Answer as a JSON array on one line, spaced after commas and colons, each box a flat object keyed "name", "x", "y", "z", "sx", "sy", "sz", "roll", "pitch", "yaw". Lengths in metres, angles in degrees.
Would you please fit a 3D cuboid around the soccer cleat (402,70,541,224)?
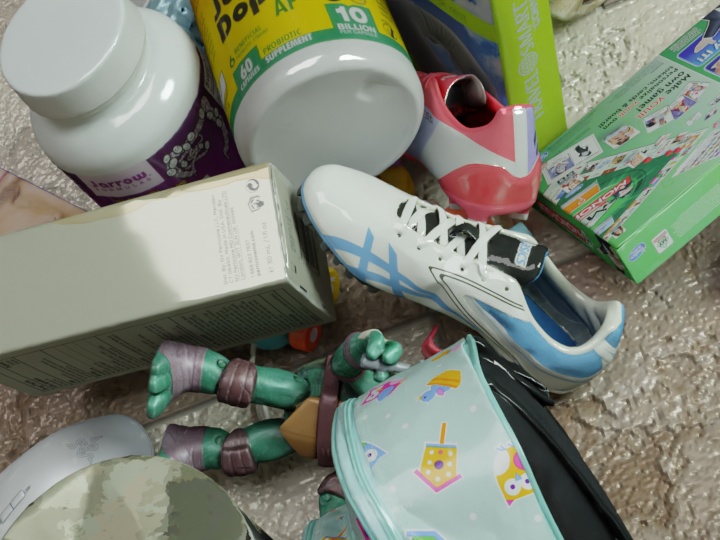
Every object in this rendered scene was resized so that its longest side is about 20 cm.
[{"name": "soccer cleat", "x": 0.043, "y": -0.095, "z": 0.930, "sx": 0.066, "sy": 0.077, "sz": 0.200, "roll": -10, "pitch": 30, "yaw": -29}]

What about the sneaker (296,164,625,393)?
[{"name": "sneaker", "x": 0.058, "y": -0.006, "z": 0.851, "sx": 0.199, "sy": 0.073, "sz": 0.072, "roll": 31, "pitch": 40, "yaw": -5}]

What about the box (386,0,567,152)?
[{"name": "box", "x": 0.059, "y": -0.163, "z": 0.908, "sx": 0.048, "sy": 0.201, "sz": 0.122, "roll": -39, "pitch": 55, "yaw": -15}]

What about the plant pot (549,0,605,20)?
[{"name": "plant pot", "x": 0.096, "y": -0.263, "z": 0.974, "sx": 0.183, "sy": 0.201, "sz": 0.201, "roll": 38, "pitch": 79, "yaw": 22}]

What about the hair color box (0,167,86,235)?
[{"name": "hair color box", "x": -0.261, "y": -0.013, "z": 1.033, "sx": 0.199, "sy": 0.065, "sz": 0.110, "roll": 25, "pitch": 73, "yaw": 29}]

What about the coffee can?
[{"name": "coffee can", "x": -0.081, "y": 0.197, "z": 0.763, "sx": 0.144, "sy": 0.200, "sz": 0.148, "roll": -9, "pitch": 60, "yaw": 16}]

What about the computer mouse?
[{"name": "computer mouse", "x": -0.214, "y": 0.156, "z": 0.931, "sx": 0.200, "sy": 0.044, "sz": 0.110, "roll": -42, "pitch": 55, "yaw": -5}]

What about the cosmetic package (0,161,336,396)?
[{"name": "cosmetic package", "x": -0.123, "y": 0.009, "z": 0.883, "sx": 0.197, "sy": 0.104, "sz": 0.074, "roll": -13, "pitch": 72, "yaw": 11}]

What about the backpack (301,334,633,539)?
[{"name": "backpack", "x": 0.053, "y": 0.139, "z": 0.725, "sx": 0.152, "sy": 0.176, "sz": 0.202, "roll": -21, "pitch": 96, "yaw": 6}]

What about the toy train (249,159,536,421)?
[{"name": "toy train", "x": 0.000, "y": 0.000, "z": 0.929, "sx": 0.199, "sy": 0.056, "sz": 0.151, "roll": -32, "pitch": 55, "yaw": 1}]

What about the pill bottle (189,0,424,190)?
[{"name": "pill bottle", "x": -0.042, "y": -0.153, "z": 0.917, "sx": 0.112, "sy": 0.113, "sz": 0.202, "roll": -24, "pitch": 54, "yaw": 6}]

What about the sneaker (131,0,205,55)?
[{"name": "sneaker", "x": -0.129, "y": -0.148, "z": 1.059, "sx": 0.082, "sy": 0.074, "sz": 0.201, "roll": 34, "pitch": 87, "yaw": 25}]

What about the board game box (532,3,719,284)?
[{"name": "board game box", "x": 0.196, "y": -0.088, "z": 0.885, "sx": 0.199, "sy": 0.029, "sz": 0.135, "roll": -39, "pitch": 30, "yaw": -3}]

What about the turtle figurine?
[{"name": "turtle figurine", "x": -0.017, "y": 0.092, "z": 0.862, "sx": 0.197, "sy": 0.101, "sz": 0.152, "roll": 5, "pitch": 107, "yaw": 7}]

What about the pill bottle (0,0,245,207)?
[{"name": "pill bottle", "x": -0.132, "y": -0.089, "z": 0.939, "sx": 0.111, "sy": 0.200, "sz": 0.114, "roll": -11, "pitch": 60, "yaw": 20}]
